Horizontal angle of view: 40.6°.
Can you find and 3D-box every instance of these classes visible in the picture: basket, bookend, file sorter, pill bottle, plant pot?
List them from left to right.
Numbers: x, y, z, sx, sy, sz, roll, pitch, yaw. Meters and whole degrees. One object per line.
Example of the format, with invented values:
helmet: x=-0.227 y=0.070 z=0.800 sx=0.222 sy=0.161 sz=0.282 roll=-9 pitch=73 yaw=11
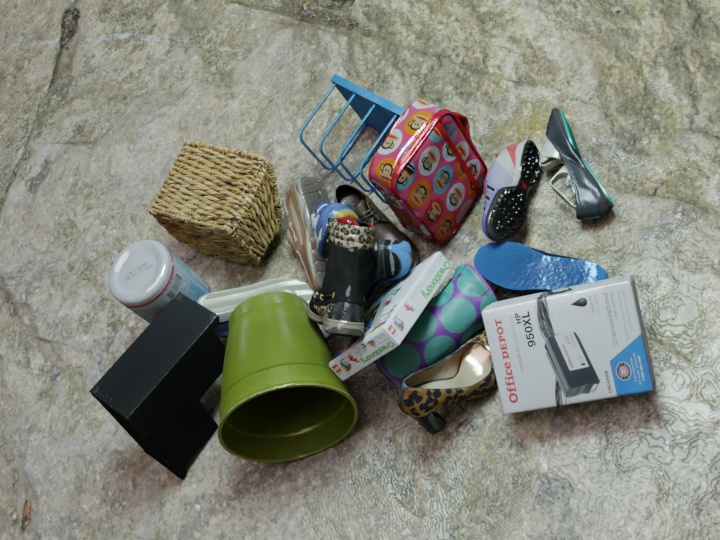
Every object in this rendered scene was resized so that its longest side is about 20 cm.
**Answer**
pill bottle: x=-0.300 y=0.041 z=1.543 sx=0.108 sy=0.200 sz=0.110 roll=-11 pitch=60 yaw=19
bookend: x=-0.275 y=0.177 z=1.485 sx=0.092 sy=0.199 sz=0.200 roll=26 pitch=66 yaw=33
basket: x=-0.223 y=-0.109 z=1.622 sx=0.198 sy=0.143 sz=0.150 roll=13 pitch=68 yaw=32
plant pot: x=-0.118 y=0.143 z=1.419 sx=0.199 sy=0.201 sz=0.194 roll=-24 pitch=50 yaw=12
file sorter: x=0.022 y=-0.196 z=1.558 sx=0.199 sy=0.139 sz=0.123 roll=32 pitch=84 yaw=34

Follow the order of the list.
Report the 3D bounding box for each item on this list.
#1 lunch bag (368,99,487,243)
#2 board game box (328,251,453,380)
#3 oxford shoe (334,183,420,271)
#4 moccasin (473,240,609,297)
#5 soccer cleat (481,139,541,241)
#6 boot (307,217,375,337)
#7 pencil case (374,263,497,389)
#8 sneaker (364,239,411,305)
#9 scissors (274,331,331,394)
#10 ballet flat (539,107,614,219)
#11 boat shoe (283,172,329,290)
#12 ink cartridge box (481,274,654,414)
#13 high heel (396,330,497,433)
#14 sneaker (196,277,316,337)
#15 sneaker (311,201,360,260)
lunch bag: x=0.110 y=-0.155 z=1.458 sx=0.082 sy=0.200 sz=0.177 roll=28 pitch=79 yaw=38
board game box: x=0.045 y=0.062 z=1.371 sx=0.126 sy=0.035 sz=0.200 roll=-37 pitch=10 yaw=42
oxford shoe: x=0.016 y=-0.064 z=1.523 sx=0.073 sy=0.085 sz=0.200 roll=-43 pitch=57 yaw=-4
moccasin: x=0.256 y=0.014 z=1.383 sx=0.198 sy=0.068 sz=0.081 roll=18 pitch=80 yaw=32
soccer cleat: x=0.211 y=-0.114 z=1.453 sx=0.073 sy=0.068 sz=0.201 roll=-11 pitch=40 yaw=40
boot: x=-0.026 y=0.004 z=1.355 sx=0.072 sy=0.200 sz=0.152 roll=6 pitch=97 yaw=-9
pencil case: x=0.105 y=0.082 z=1.405 sx=0.200 sy=0.085 sz=0.093 roll=-41 pitch=51 yaw=1
sneaker: x=0.000 y=0.000 z=1.462 sx=0.199 sy=0.082 sz=0.072 roll=-38 pitch=42 yaw=53
scissors: x=-0.090 y=0.115 z=1.521 sx=0.200 sy=0.014 sz=0.073 roll=-44 pitch=55 yaw=0
ballet flat: x=0.306 y=-0.156 z=1.447 sx=0.073 sy=0.073 sz=0.201 roll=-26 pitch=59 yaw=10
boat shoe: x=-0.080 y=-0.056 z=1.579 sx=0.072 sy=0.075 sz=0.202 roll=-31 pitch=59 yaw=42
ink cartridge box: x=0.274 y=0.099 z=1.285 sx=0.198 sy=0.084 sz=0.146 roll=-13 pitch=91 yaw=19
high heel: x=0.134 y=0.128 z=1.331 sx=0.071 sy=0.143 sz=0.200 roll=37 pitch=84 yaw=34
sneaker: x=-0.160 y=0.070 z=1.543 sx=0.198 sy=0.085 sz=0.075 roll=-6 pitch=41 yaw=-9
sneaker: x=-0.047 y=-0.066 z=1.455 sx=0.075 sy=0.200 sz=0.089 roll=-29 pitch=75 yaw=-8
